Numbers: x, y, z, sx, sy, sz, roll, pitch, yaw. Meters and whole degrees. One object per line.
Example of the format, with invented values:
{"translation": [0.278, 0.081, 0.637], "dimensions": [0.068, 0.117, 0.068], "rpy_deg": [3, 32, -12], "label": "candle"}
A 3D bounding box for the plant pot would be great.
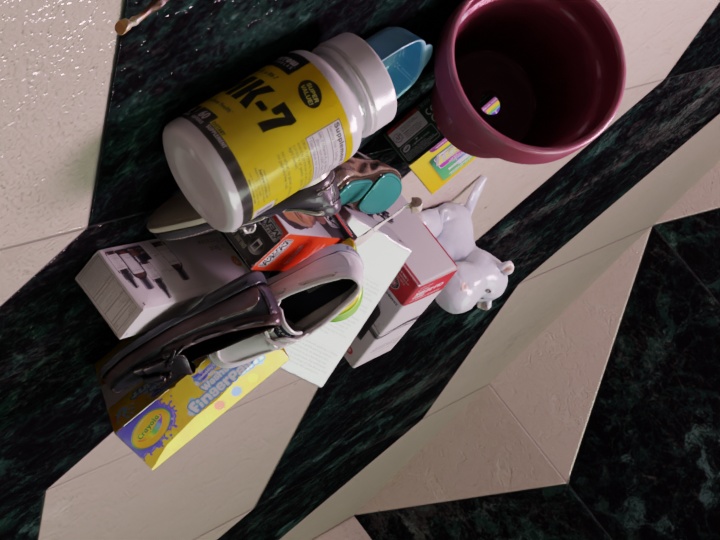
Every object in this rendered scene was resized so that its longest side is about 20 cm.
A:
{"translation": [0.162, -0.203, 1.629], "dimensions": [0.199, 0.201, 0.179], "rpy_deg": [-34, -179, -17], "label": "plant pot"}

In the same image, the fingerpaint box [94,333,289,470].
{"translation": [-0.194, 0.105, 1.706], "dimensions": [0.200, 0.073, 0.167], "rpy_deg": [-40, -150, 1], "label": "fingerpaint box"}

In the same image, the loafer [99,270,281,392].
{"translation": [-0.172, 0.076, 1.531], "dimensions": [0.199, 0.063, 0.072], "rpy_deg": [-32, 170, 4], "label": "loafer"}

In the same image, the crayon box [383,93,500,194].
{"translation": [0.134, -0.191, 1.826], "dimensions": [0.200, 0.058, 0.173], "rpy_deg": [-39, 167, 4], "label": "crayon box"}

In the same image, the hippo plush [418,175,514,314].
{"translation": [0.132, -0.005, 2.187], "dimensions": [0.199, 0.161, 0.159], "rpy_deg": [-26, 161, -41], "label": "hippo plush"}

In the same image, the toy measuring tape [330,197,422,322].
{"translation": [0.000, 0.000, 1.642], "dimensions": [0.199, 0.074, 0.074], "rpy_deg": [-34, 166, -8], "label": "toy measuring tape"}

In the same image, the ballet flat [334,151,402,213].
{"translation": [-0.008, -0.109, 1.708], "dimensions": [0.068, 0.067, 0.200], "rpy_deg": [-46, 165, 11], "label": "ballet flat"}

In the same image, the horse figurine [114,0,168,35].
{"translation": [-0.116, -0.248, 1.024], "dimensions": [0.132, 0.050, 0.200], "rpy_deg": [-43, 166, -42], "label": "horse figurine"}

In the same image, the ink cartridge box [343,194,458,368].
{"translation": [0.017, 0.011, 1.983], "dimensions": [0.083, 0.145, 0.200], "rpy_deg": [-24, 159, -41], "label": "ink cartridge box"}

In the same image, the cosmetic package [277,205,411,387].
{"translation": [-0.041, 0.025, 1.767], "dimensions": [0.101, 0.071, 0.201], "rpy_deg": [29, 100, -33], "label": "cosmetic package"}

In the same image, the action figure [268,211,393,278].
{"translation": [-0.049, -0.004, 1.866], "dimensions": [0.200, 0.102, 0.119], "rpy_deg": [-45, 176, 18], "label": "action figure"}

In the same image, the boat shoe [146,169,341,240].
{"translation": [-0.113, -0.056, 1.468], "dimensions": [0.199, 0.063, 0.073], "rpy_deg": [-16, -147, 16], "label": "boat shoe"}

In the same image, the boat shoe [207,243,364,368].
{"translation": [-0.083, 0.046, 1.570], "dimensions": [0.200, 0.074, 0.065], "rpy_deg": [-38, -154, 15], "label": "boat shoe"}

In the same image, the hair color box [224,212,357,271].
{"translation": [-0.083, -0.055, 1.616], "dimensions": [0.061, 0.102, 0.200], "rpy_deg": [-41, 167, 16], "label": "hair color box"}

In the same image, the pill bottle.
{"translation": [-0.072, -0.131, 1.380], "dimensions": [0.199, 0.114, 0.114], "rpy_deg": [-34, 165, -21], "label": "pill bottle"}

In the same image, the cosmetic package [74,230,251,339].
{"translation": [-0.198, 0.010, 1.569], "dimensions": [0.051, 0.083, 0.200], "rpy_deg": [-45, 165, 29], "label": "cosmetic package"}

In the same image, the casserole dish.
{"translation": [-0.015, -0.181, 1.524], "dimensions": [0.200, 0.039, 0.121], "rpy_deg": [-36, 166, -13], "label": "casserole dish"}
